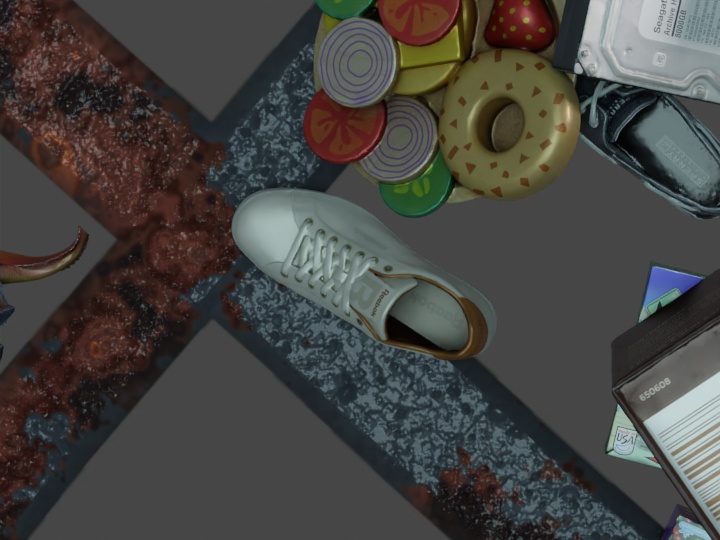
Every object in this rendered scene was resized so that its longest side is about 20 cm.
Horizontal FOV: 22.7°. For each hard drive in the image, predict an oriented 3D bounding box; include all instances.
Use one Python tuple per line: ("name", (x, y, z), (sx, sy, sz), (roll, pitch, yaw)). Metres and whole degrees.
("hard drive", (0.229, -0.176, 1.144), (0.199, 0.038, 0.140), (10, 97, -22))

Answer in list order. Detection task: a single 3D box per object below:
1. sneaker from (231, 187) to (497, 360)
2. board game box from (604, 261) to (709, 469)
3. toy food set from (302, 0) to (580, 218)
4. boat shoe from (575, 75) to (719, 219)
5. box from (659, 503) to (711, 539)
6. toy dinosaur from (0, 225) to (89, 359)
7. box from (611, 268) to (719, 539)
("sneaker", (0.000, 0.000, 1.215), (0.199, 0.085, 0.073), (25, 100, 7))
("board game box", (0.277, 0.083, 1.210), (0.199, 0.029, 0.135), (13, 97, 7))
("toy food set", (0.049, -0.137, 1.188), (0.197, 0.049, 0.201), (-6, 89, 26))
("boat shoe", (0.172, -0.106, 1.188), (0.200, 0.068, 0.072), (44, 99, 3))
("box", (0.279, 0.263, 1.220), (0.199, 0.039, 0.137), (24, 97, 5))
("toy dinosaur", (-0.327, 0.004, 1.285), (0.181, 0.105, 0.200), (39, 61, 16))
("box", (0.263, 0.079, 1.096), (0.164, 0.200, 0.166), (-35, 90, 10))
